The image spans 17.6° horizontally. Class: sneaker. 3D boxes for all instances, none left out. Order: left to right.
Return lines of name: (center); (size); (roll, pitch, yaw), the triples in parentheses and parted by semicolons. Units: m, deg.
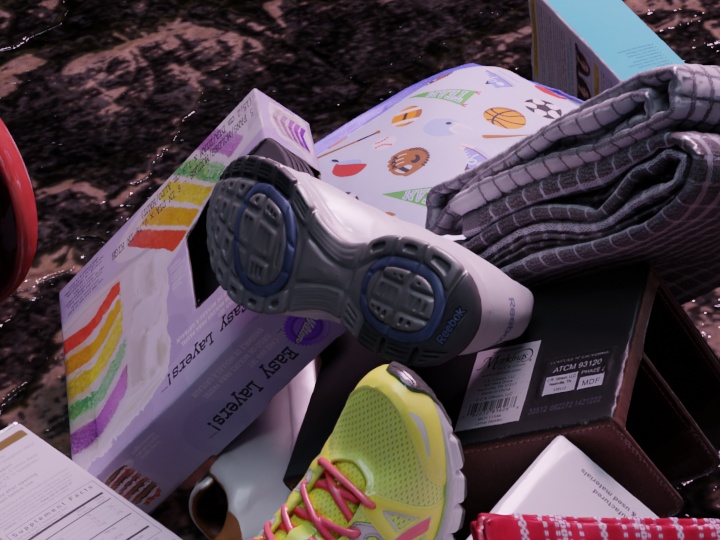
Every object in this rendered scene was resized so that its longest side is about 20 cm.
sneaker: (-0.056, 0.101, 1.299); (0.084, 0.073, 0.200); (-13, 30, 9)
sneaker: (-0.016, 0.135, 1.114); (0.090, 0.201, 0.078); (-7, 35, -43)
sneaker: (0.000, 0.000, 1.173); (0.199, 0.075, 0.087); (29, 14, 37)

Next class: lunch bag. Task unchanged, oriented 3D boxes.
lunch bag: (0.073, -0.036, 1.391); (0.200, 0.124, 0.170); (-37, 42, -23)

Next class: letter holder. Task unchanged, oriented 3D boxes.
letter holder: (0.088, 0.096, 1.200); (0.199, 0.142, 0.101); (-13, 42, 34)

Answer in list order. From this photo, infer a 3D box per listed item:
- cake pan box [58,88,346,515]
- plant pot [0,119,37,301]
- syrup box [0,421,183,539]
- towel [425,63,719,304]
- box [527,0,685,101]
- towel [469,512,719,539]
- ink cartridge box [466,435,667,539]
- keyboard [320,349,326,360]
cake pan box: (-0.090, 0.018, 1.318); (0.200, 0.052, 0.185); (-43, 36, 24)
plant pot: (-0.312, -0.032, 1.423); (0.199, 0.202, 0.182); (21, 42, 34)
syrup box: (-0.146, 0.167, 1.218); (0.081, 0.079, 0.199); (-33, 43, -31)
towel: (0.150, -0.035, 1.194); (0.165, 0.086, 0.199); (-2, -17, -41)
box: (0.174, -0.123, 1.560); (0.049, 0.083, 0.200); (-16, 37, -14)
towel: (0.144, 0.175, 1.028); (0.199, 0.022, 0.146); (4, 61, -28)
ink cartridge box: (0.047, 0.195, 1.073); (0.087, 0.146, 0.200); (40, 49, 9)
keyboard: (0.065, 0.055, 1.386); (0.199, 0.021, 0.127); (26, 48, 37)
